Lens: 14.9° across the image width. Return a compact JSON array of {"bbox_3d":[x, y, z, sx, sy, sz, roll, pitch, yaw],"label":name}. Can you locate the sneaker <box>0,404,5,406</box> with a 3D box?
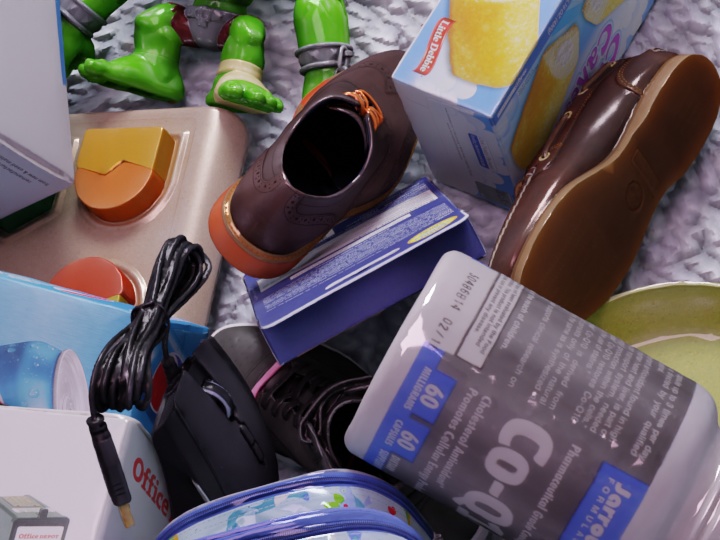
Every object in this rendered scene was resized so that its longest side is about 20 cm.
[{"bbox_3d":[-0.271,0.117,1.517,0.199,0.073,0.112,9,64,18],"label":"sneaker"}]

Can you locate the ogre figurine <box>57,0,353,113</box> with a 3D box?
[{"bbox_3d":[-0.089,-0.156,1.606,0.199,0.098,0.120,8,82,37],"label":"ogre figurine"}]

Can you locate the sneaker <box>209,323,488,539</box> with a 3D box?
[{"bbox_3d":[-0.018,0.071,1.456,0.200,0.099,0.071,37,79,30],"label":"sneaker"}]

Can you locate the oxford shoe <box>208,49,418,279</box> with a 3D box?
[{"bbox_3d":[-0.004,-0.070,1.489,0.071,0.073,0.200,41,43,-3],"label":"oxford shoe"}]

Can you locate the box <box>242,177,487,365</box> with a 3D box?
[{"bbox_3d":[0.000,0.000,1.449,0.121,0.200,0.032,-28,98,0],"label":"box"}]

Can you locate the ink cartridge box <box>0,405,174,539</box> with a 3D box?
[{"bbox_3d":[-0.153,0.189,1.404,0.084,0.146,0.201,4,63,19],"label":"ink cartridge box"}]

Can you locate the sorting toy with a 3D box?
[{"bbox_3d":[-0.175,-0.013,1.573,0.199,0.036,0.186,1,63,22],"label":"sorting toy"}]

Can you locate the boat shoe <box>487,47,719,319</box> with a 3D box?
[{"bbox_3d":[0.121,-0.042,1.489,0.070,0.071,0.200,7,46,43],"label":"boat shoe"}]

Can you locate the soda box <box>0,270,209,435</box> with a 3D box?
[{"bbox_3d":[-0.187,0.038,1.494,0.199,0.064,0.068,14,91,27],"label":"soda box"}]

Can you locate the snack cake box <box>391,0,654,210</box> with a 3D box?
[{"bbox_3d":[0.103,-0.146,1.529,0.067,0.115,0.200,23,71,25],"label":"snack cake box"}]

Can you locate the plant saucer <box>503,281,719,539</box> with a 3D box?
[{"bbox_3d":[0.166,0.101,1.428,0.199,0.031,0.201,-7,61,13],"label":"plant saucer"}]

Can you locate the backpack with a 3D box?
[{"bbox_3d":[-0.031,0.186,1.339,0.182,0.200,0.147,-18,59,7],"label":"backpack"}]

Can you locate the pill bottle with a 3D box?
[{"bbox_3d":[0.103,0.085,1.341,0.199,0.114,0.114,29,72,3],"label":"pill bottle"}]

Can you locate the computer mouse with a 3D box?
[{"bbox_3d":[-0.082,0.096,1.390,0.046,0.201,0.141,4,35,19],"label":"computer mouse"}]

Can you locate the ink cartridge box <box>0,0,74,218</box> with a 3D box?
[{"bbox_3d":[-0.271,-0.088,1.588,0.199,0.086,0.147,-24,57,27],"label":"ink cartridge box"}]
